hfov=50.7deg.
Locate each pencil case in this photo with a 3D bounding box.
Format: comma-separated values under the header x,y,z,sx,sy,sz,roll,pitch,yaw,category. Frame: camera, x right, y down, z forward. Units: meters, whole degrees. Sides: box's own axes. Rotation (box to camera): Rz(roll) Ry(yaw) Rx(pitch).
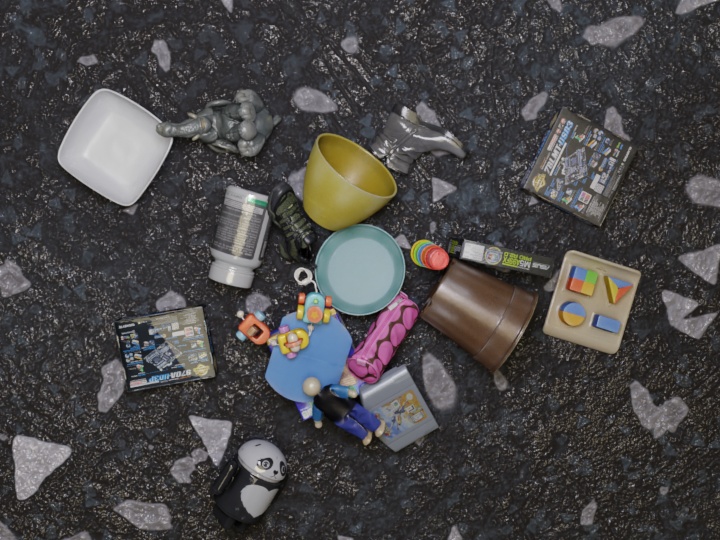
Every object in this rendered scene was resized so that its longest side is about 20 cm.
x,y,z,sx,sy,sz,roll,pitch,yaw,category
0.048,0.142,1.637,0.090,0.094,0.201,28,62,9,pencil case

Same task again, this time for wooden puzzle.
x,y,z,sx,sy,sz,roll,pitch,yaw,category
0.527,0.074,1.719,0.184,0.046,0.202,17,94,-5,wooden puzzle

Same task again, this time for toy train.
x,y,z,sx,sy,sz,roll,pitch,yaw,category
-0.151,0.098,1.549,0.200,0.056,0.150,-43,102,2,toy train

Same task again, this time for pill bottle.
x,y,z,sx,sy,sz,roll,pitch,yaw,category
-0.255,-0.071,1.624,0.112,0.113,0.202,15,94,-5,pill bottle

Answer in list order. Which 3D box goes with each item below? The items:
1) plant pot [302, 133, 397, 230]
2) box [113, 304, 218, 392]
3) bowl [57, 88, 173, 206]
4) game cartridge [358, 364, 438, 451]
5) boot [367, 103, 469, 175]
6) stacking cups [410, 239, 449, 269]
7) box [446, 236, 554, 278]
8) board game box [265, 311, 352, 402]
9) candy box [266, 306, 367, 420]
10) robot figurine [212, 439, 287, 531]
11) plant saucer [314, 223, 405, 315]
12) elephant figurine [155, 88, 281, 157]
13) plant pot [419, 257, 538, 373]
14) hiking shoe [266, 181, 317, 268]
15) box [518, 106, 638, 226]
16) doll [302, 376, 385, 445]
x,y,z,sx,sy,sz,roll,pitch,yaw,category
-0.043,-0.170,1.606,0.199,0.200,0.142,35,119,-6,plant pot
-0.426,0.169,1.669,0.198,0.046,0.160,-10,96,-3,box
-0.511,-0.260,1.610,0.199,0.075,0.201,33,93,-6,bowl
0.080,0.311,1.680,0.133,0.042,0.201,-32,122,-4,game cartridge
0.127,-0.261,1.660,0.199,0.070,0.132,30,96,5,boot
0.148,-0.026,1.609,0.060,0.200,0.061,0,98,-3,stacking cups
0.297,-0.030,1.638,0.198,0.160,0.045,12,93,-5,box
-0.110,0.179,1.619,0.157,0.039,0.202,16,99,-10,board game box
-0.091,0.199,1.677,0.168,0.077,0.201,-25,95,-1,candy box
-0.243,0.471,1.668,0.124,0.150,0.201,31,93,7,robot figurine
0.000,0.000,1.663,0.198,0.036,0.202,-1,80,7,plant saucer
-0.296,-0.307,1.598,0.198,0.155,0.142,-2,57,21,elephant figurine
0.245,0.085,1.637,0.197,0.200,0.201,30,93,1,plant pot
-0.131,-0.097,1.600,0.076,0.100,0.201,-45,142,-31,hiking shoe
0.483,-0.229,1.687,0.197,0.050,0.201,25,94,-5,box
-0.046,0.294,1.606,0.200,0.049,0.136,41,118,-20,doll
